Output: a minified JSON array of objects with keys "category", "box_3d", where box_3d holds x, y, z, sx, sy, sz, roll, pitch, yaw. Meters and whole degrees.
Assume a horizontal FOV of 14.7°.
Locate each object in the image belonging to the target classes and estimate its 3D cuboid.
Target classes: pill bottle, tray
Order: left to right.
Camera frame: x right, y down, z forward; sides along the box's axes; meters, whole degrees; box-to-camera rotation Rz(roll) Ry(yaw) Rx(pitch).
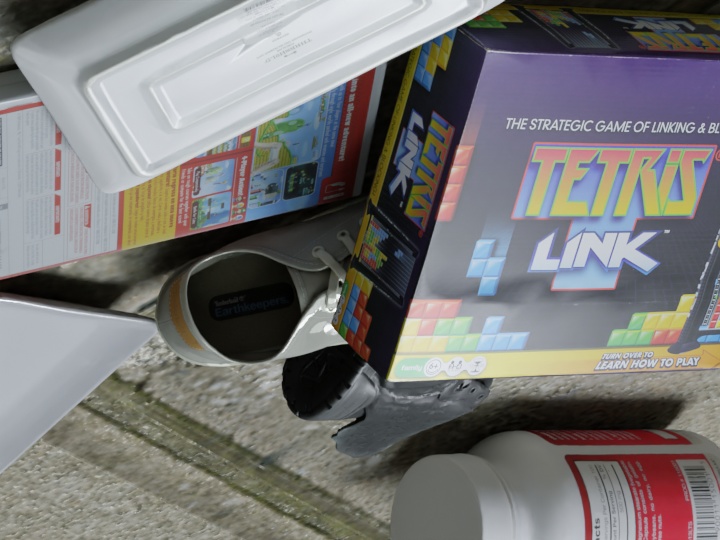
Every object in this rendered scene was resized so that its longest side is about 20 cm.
[{"category":"tray","box_3d":[-0.196,0.066,1.354,0.107,0.022,0.200,9,139,-46]},{"category":"tray","box_3d":[-0.033,-0.099,1.135,0.200,0.022,0.107,-26,142,2]},{"category":"pill bottle","box_3d":[0.121,0.149,1.627,0.200,0.113,0.112,2,144,-37]}]

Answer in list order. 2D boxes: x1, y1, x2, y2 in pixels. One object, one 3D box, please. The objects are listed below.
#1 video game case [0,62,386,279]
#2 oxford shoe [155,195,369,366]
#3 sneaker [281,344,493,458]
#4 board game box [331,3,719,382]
[{"category":"video game case","box_3d":[-0.088,-0.055,1.219,0.199,0.017,0.143,-13,151,-15]},{"category":"oxford shoe","box_3d":[0.000,0.000,1.312,0.199,0.075,0.058,-16,179,-3]},{"category":"sneaker","box_3d":[0.037,0.037,1.431,0.104,0.060,0.200,10,143,-47]},{"category":"board game box","box_3d":[0.101,-0.034,1.275,0.199,0.057,0.166,-2,120,-34]}]
